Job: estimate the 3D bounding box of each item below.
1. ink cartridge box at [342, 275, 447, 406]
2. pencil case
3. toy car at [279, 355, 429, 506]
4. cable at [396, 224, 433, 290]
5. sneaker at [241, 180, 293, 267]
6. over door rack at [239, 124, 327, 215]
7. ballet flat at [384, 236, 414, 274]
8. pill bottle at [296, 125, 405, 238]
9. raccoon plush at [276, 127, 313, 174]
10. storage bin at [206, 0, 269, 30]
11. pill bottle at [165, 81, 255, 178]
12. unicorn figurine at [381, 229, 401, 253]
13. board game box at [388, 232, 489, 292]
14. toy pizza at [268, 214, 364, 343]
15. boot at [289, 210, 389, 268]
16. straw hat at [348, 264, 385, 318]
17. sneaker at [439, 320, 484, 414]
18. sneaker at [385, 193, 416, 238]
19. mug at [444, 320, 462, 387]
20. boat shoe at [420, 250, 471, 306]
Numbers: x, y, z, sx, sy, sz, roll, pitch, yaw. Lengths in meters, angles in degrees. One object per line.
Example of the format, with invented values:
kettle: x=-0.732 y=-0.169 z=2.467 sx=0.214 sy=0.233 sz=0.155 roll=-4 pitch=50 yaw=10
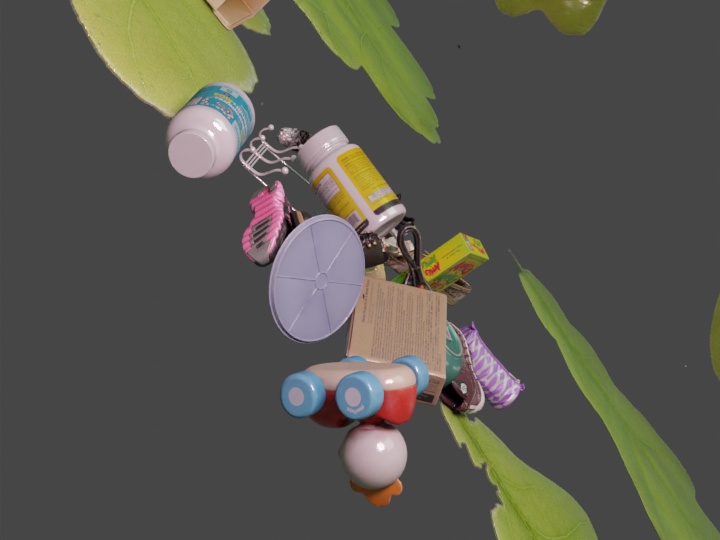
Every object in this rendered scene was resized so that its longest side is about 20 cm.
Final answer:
ink cartridge box: x=0.057 y=0.112 z=1.420 sx=0.162 sy=0.076 sz=0.202 roll=12 pitch=40 yaw=-3
pencil case: x=0.266 y=0.208 z=1.843 sx=0.200 sy=0.085 sz=0.084 roll=47 pitch=25 yaw=-19
toy car: x=0.000 y=0.232 z=1.211 sx=0.184 sy=0.174 sz=0.204 roll=-5 pitch=92 yaw=-62
cable: x=0.107 y=0.013 z=1.637 sx=0.095 sy=0.203 sz=0.050 roll=-2 pitch=25 yaw=-15
sneaker: x=-0.136 y=-0.061 z=1.398 sx=0.096 sy=0.078 sz=0.201 roll=57 pitch=20 yaw=-31
over door rack: x=-0.123 y=-0.166 z=1.563 sx=0.201 sy=0.066 sz=0.148 roll=51 pitch=23 yaw=-14
ballet flat: x=0.076 y=-0.036 z=1.802 sx=0.199 sy=0.067 sz=0.069 roll=13 pitch=47 yaw=-60
pill bottle: x=-0.019 y=-0.148 z=1.518 sx=0.201 sy=0.114 sz=0.114 roll=54 pitch=21 yaw=9
raccoon plush: x=-0.083 y=-0.184 z=1.700 sx=0.197 sy=0.097 sz=0.136 roll=13 pitch=54 yaw=-19
storage bin: x=-0.215 y=-0.623 z=1.818 sx=0.094 sy=0.199 sz=0.199 roll=48 pitch=23 yaw=-14
pill bottle: x=-0.235 y=-0.212 z=1.332 sx=0.111 sy=0.110 sz=0.201 roll=48 pitch=23 yaw=-18
unicorn figurine: x=0.028 y=-0.088 z=1.667 sx=0.200 sy=0.073 sz=0.139 roll=70 pitch=-4 yaw=-74
board game box: x=0.149 y=0.005 z=1.719 sx=0.101 sy=0.199 sz=0.048 roll=13 pitch=46 yaw=-59
toy pizza: x=-0.070 y=0.012 z=1.331 sx=0.031 sy=0.203 sz=0.199 roll=17 pitch=-9 yaw=42
boot: x=-0.033 y=-0.052 z=1.405 sx=0.201 sy=0.136 sz=0.078 roll=70 pitch=3 yaw=-64
straw hat: x=0.000 y=0.000 z=1.567 sx=0.201 sy=0.085 sz=0.202 roll=45 pitch=25 yaw=-27
sneaker: x=0.174 y=0.187 z=1.696 sx=0.115 sy=0.075 sz=0.202 roll=8 pitch=53 yaw=-58
sneaker: x=0.052 y=-0.157 z=1.896 sx=0.201 sy=0.082 sz=0.072 roll=52 pitch=22 yaw=-10
mug: x=0.112 y=0.151 z=1.556 sx=0.153 sy=0.114 sz=0.185 roll=53 pitch=22 yaw=-8
boat shoe: x=0.175 y=0.004 z=1.961 sx=0.199 sy=0.062 sz=0.074 roll=39 pitch=28 yaw=-37
